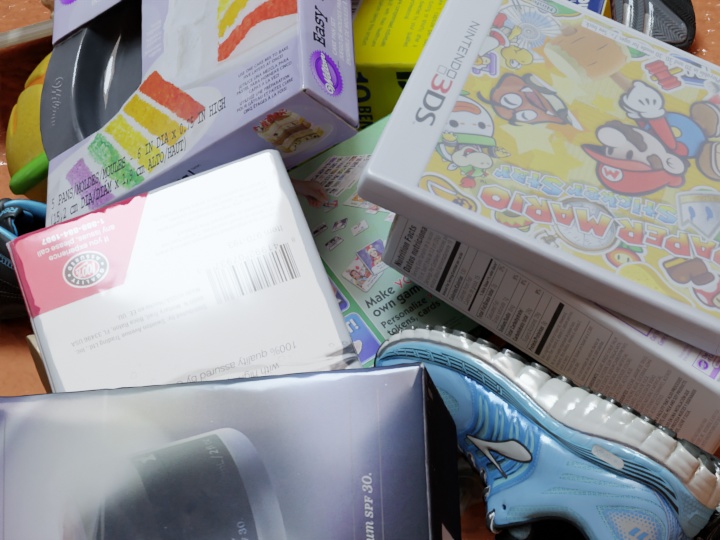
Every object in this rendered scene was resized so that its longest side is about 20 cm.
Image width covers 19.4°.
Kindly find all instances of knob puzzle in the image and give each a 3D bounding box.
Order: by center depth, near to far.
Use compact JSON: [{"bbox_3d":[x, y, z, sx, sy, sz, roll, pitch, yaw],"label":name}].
[{"bbox_3d":[-0.192,-0.176,1.403,0.218,0.031,0.220,-15,9,2],"label":"knob puzzle"}]

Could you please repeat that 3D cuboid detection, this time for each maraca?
[{"bbox_3d":[-0.132,-0.107,1.285,0.199,0.107,0.137,-35,9,-3],"label":"maraca"}]

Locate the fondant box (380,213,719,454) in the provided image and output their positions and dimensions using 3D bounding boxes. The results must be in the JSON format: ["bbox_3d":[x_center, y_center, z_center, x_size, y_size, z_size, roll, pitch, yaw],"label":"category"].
[{"bbox_3d":[0.132,-0.012,1.102,0.199,0.058,0.144,33,50,9],"label":"fondant box"}]

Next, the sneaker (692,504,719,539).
[{"bbox_3d":[0.186,0.131,0.949,0.078,0.083,0.199,-33,42,-25],"label":"sneaker"}]

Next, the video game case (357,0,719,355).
[{"bbox_3d":[0.118,-0.064,1.087,0.199,0.023,0.183,24,49,2],"label":"video game case"}]

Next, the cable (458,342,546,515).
[{"bbox_3d":[0.081,0.063,1.113,0.096,0.051,0.200,-4,22,37],"label":"cable"}]

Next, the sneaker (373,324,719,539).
[{"bbox_3d":[0.070,0.089,0.973,0.199,0.078,0.091,24,85,44],"label":"sneaker"}]

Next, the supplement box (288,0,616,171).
[{"bbox_3d":[0.051,-0.106,1.259,0.198,0.110,0.110,1,38,16],"label":"supplement box"}]

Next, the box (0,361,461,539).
[{"bbox_3d":[-0.058,0.155,0.877,0.196,0.123,0.202,-6,73,8],"label":"box"}]

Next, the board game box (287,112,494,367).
[{"bbox_3d":[0.000,0.000,1.134,0.199,0.029,0.135,-30,68,-21],"label":"board game box"}]

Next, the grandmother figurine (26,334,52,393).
[{"bbox_3d":[-0.074,0.032,1.154,0.199,0.061,0.122,-26,68,-16],"label":"grandmother figurine"}]

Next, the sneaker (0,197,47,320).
[{"bbox_3d":[-0.213,-0.009,1.220,0.198,0.082,0.074,-2,41,12],"label":"sneaker"}]

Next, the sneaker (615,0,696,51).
[{"bbox_3d":[0.109,-0.170,1.359,0.198,0.115,0.076,16,67,-18],"label":"sneaker"}]

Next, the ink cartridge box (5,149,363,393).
[{"bbox_3d":[-0.072,0.063,1.031,0.144,0.084,0.201,-19,67,-7],"label":"ink cartridge box"}]

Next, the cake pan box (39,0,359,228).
[{"bbox_3d":[-0.090,-0.119,1.134,0.199,0.052,0.186,-25,50,33],"label":"cake pan box"}]
